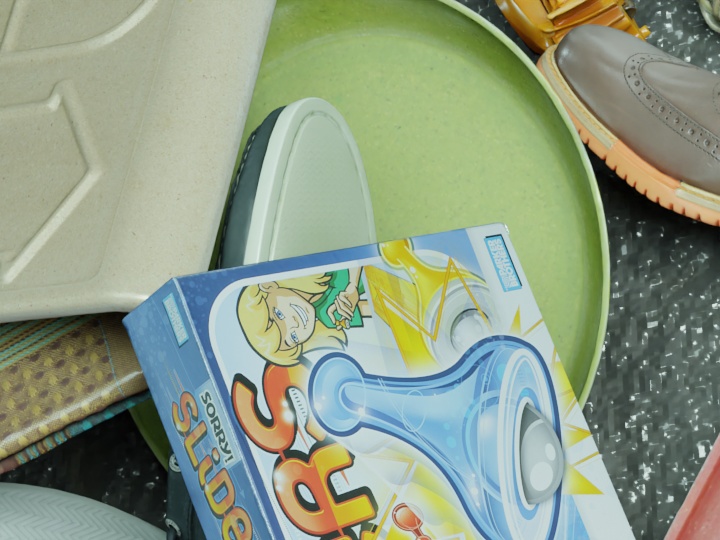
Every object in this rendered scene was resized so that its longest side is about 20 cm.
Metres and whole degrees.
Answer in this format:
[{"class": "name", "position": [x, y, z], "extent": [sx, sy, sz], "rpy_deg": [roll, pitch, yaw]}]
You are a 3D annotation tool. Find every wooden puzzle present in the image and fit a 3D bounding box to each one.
[{"class": "wooden puzzle", "position": [-0.124, -0.053, 0.996], "extent": [0.200, 0.046, 0.186], "rpy_deg": [-3, 56, 25]}]

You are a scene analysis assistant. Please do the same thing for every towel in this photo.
[{"class": "towel", "position": [-0.151, 0.001, 1.016], "extent": [0.146, 0.022, 0.200], "rpy_deg": [-28, 47, 9]}]

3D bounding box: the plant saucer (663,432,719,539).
[{"class": "plant saucer", "position": [0.198, 0.075, 0.845], "extent": [0.200, 0.037, 0.200], "rpy_deg": [39, 114, 34]}]

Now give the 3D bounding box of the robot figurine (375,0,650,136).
[{"class": "robot figurine", "position": [0.021, -0.134, 1.071], "extent": [0.145, 0.058, 0.200], "rpy_deg": [-34, 56, 11]}]

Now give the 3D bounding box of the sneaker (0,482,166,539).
[{"class": "sneaker", "position": [-0.143, 0.136, 1.023], "extent": [0.200, 0.116, 0.074], "rpy_deg": [13, 35, 2]}]

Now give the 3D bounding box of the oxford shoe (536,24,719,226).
[{"class": "oxford shoe", "position": [0.147, -0.043, 0.940], "extent": [0.200, 0.071, 0.073], "rpy_deg": [30, 115, 27]}]

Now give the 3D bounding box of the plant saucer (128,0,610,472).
[{"class": "plant saucer", "position": [0.000, 0.000, 0.995], "extent": [0.200, 0.031, 0.201], "rpy_deg": [1, 92, 30]}]

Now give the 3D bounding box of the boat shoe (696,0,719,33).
[{"class": "boat shoe", "position": [0.137, -0.114, 0.996], "extent": [0.200, 0.072, 0.065], "rpy_deg": [38, 85, 30]}]

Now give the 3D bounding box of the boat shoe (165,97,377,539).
[{"class": "boat shoe", "position": [-0.038, 0.044, 0.958], "extent": [0.066, 0.074, 0.200], "rpy_deg": [0, 91, 34]}]

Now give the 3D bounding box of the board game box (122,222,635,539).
[{"class": "board game box", "position": [0.023, 0.089, 0.883], "extent": [0.034, 0.135, 0.200], "rpy_deg": [-38, 69, 47]}]

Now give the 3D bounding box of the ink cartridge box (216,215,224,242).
[{"class": "ink cartridge box", "position": [-0.171, -0.022, 1.102], "extent": [0.200, 0.043, 0.197], "rpy_deg": [-37, 70, 4]}]
